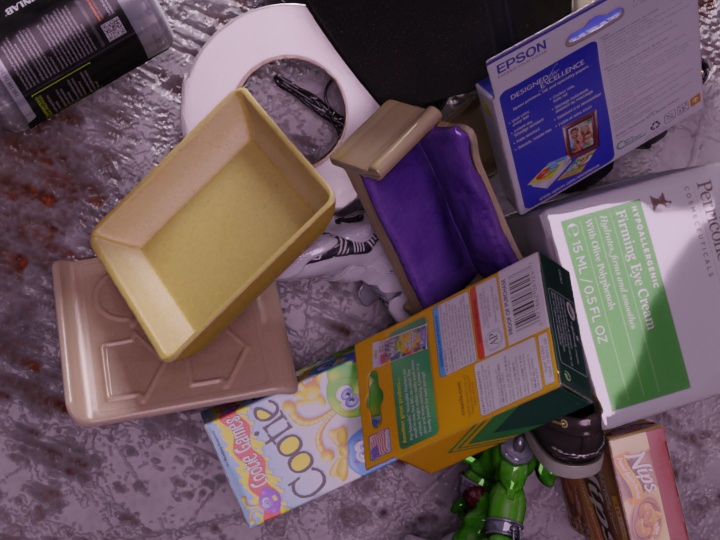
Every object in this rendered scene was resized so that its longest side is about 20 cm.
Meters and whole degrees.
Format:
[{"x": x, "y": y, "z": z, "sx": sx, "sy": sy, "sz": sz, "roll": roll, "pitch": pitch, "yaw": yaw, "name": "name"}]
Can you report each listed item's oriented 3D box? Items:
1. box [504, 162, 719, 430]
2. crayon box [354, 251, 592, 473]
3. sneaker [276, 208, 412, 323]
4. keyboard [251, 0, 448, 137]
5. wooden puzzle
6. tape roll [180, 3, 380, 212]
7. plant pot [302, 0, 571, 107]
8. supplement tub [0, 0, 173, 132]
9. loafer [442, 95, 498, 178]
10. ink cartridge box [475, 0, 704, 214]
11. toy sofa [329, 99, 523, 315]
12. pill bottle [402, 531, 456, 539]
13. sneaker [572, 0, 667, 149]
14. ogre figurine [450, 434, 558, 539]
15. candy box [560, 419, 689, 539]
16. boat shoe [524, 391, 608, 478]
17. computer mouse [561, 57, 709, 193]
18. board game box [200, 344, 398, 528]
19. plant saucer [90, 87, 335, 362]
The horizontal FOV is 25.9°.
[{"x": 0.240, "y": 0.022, "z": 1.411, "sx": 0.171, "sy": 0.200, "sz": 0.199, "roll": -16, "pitch": 92, "yaw": -9, "name": "box"}, {"x": 0.090, "y": 0.084, "z": 1.301, "sx": 0.052, "sy": 0.200, "sz": 0.126, "roll": 29, "pitch": 44, "yaw": -42, "name": "crayon box"}, {"x": 0.000, "y": 0.000, "z": 1.411, "sx": 0.200, "sy": 0.075, "sz": 0.115, "roll": -21, "pitch": 119, "yaw": -30, "name": "sneaker"}, {"x": -0.016, "y": -0.193, "z": 1.463, "sx": 0.200, "sy": 0.021, "sz": 0.127, "roll": 37, "pitch": 85, "yaw": -6, "name": "keyboard"}, {"x": -0.167, "y": 0.056, "z": 1.398, "sx": 0.200, "sy": 0.046, "sz": 0.185, "roll": -7, "pitch": 50, "yaw": -10, "name": "wooden puzzle"}, {"x": -0.065, "y": -0.144, "z": 1.432, "sx": 0.202, "sy": 0.037, "sz": 0.203, "roll": 0, "pitch": 99, "yaw": -2, "name": "tape roll"}, {"x": 0.076, "y": -0.249, "z": 1.360, "sx": 0.199, "sy": 0.200, "sz": 0.178, "roll": -11, "pitch": 106, "yaw": 33, "name": "plant pot"}, {"x": -0.276, "y": -0.203, "z": 1.376, "sx": 0.200, "sy": 0.123, "sz": 0.123, "roll": -31, "pitch": 95, "yaw": -7, "name": "supplement tub"}, {"x": 0.122, "y": -0.131, "z": 1.418, "sx": 0.200, "sy": 0.067, "sz": 0.076, "roll": -33, "pitch": 83, "yaw": 30, "name": "loafer"}, {"x": 0.193, "y": -0.163, "z": 1.305, "sx": 0.197, "sy": 0.200, "sz": 0.047, "roll": -29, "pitch": 51, "yaw": -7, "name": "ink cartridge box"}, {"x": 0.063, "y": -0.041, "z": 1.336, "sx": 0.083, "sy": 0.098, "sz": 0.200, "roll": -45, "pitch": 132, "yaw": -22, "name": "toy sofa"}, {"x": 0.126, "y": 0.310, "z": 1.447, "sx": 0.200, "sy": 0.112, "sz": 0.113, "roll": 20, "pitch": 89, "yaw": -8, "name": "pill bottle"}, {"x": 0.244, "y": -0.208, "z": 1.434, "sx": 0.111, "sy": 0.077, "sz": 0.200, "roll": 2, "pitch": 99, "yaw": -4, "name": "sneaker"}, {"x": 0.121, "y": 0.190, "z": 1.388, "sx": 0.098, "sy": 0.200, "sz": 0.120, "roll": 17, "pitch": 96, "yaw": 17, "name": "ogre figurine"}, {"x": 0.230, "y": 0.190, "z": 1.413, "sx": 0.055, "sy": 0.200, "sz": 0.116, "roll": -14, "pitch": 93, "yaw": -7, "name": "candy box"}, {"x": 0.148, "y": 0.094, "z": 1.335, "sx": 0.072, "sy": 0.201, "sz": 0.061, "roll": -11, "pitch": 125, "yaw": -22, "name": "boat shoe"}, {"x": 0.254, "y": -0.142, "z": 1.492, "sx": 0.200, "sy": 0.034, "sz": 0.059, "roll": -39, "pitch": 95, "yaw": -6, "name": "computer mouse"}, {"x": -0.033, "y": 0.139, "z": 1.425, "sx": 0.200, "sy": 0.105, "sz": 0.103, "roll": -24, "pitch": 94, "yaw": -7, "name": "board game box"}, {"x": -0.122, "y": -0.035, "z": 1.358, "sx": 0.200, "sy": 0.200, "sz": 0.048, "roll": -44, "pitch": 136, "yaw": 5, "name": "plant saucer"}]
